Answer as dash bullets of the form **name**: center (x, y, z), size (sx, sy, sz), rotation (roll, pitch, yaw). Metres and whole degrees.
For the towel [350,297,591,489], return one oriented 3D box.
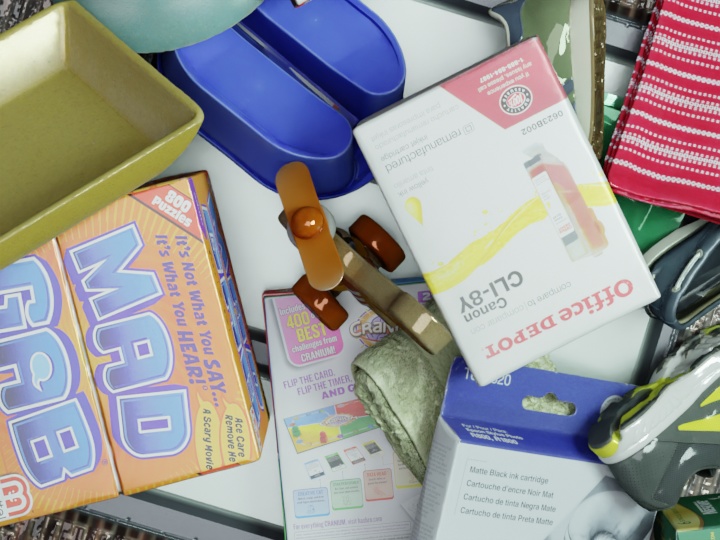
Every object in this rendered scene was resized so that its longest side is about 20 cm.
- **towel**: center (0.093, 0.109, 1.617), size (0.148, 0.036, 0.201), rotation (-39, 106, -20)

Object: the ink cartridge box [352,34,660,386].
- **ink cartridge box**: center (0.102, -0.042, 1.505), size (0.144, 0.083, 0.201), rotation (-26, 95, 5)

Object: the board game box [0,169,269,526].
- **board game box**: center (-0.187, 0.050, 1.565), size (0.198, 0.200, 0.201), rotation (-14, 94, 1)

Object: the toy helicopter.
- **toy helicopter**: center (0.000, 0.000, 1.523), size (0.079, 0.200, 0.132), rotation (-44, 126, -5)

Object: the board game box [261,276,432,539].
- **board game box**: center (0.009, 0.109, 1.651), size (0.152, 0.040, 0.202), rotation (-5, 94, 0)

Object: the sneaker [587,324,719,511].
- **sneaker**: center (0.255, 0.105, 1.621), size (0.199, 0.074, 0.085), rotation (-33, 103, -23)

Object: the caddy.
- **caddy**: center (-0.057, -0.144, 1.603), size (0.200, 0.105, 0.142), rotation (39, 73, 5)

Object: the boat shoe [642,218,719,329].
- **boat shoe**: center (0.291, -0.029, 1.613), size (0.199, 0.062, 0.075), rotation (-34, 126, -10)

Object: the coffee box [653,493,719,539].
- **coffee box**: center (0.323, 0.191, 1.620), size (0.198, 0.123, 0.044), rotation (-6, 95, 1)

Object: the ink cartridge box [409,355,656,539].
- **ink cartridge box**: center (0.131, 0.175, 1.597), size (0.198, 0.041, 0.202), rotation (10, 94, -32)

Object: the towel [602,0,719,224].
- **towel**: center (0.268, -0.125, 1.597), size (0.144, 0.023, 0.201), rotation (16, 69, 8)

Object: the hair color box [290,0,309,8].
- **hair color box**: center (0.014, -0.279, 1.502), size (0.199, 0.064, 0.111), rotation (-30, 95, -2)

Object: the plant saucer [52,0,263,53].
- **plant saucer**: center (-0.141, -0.250, 1.572), size (0.198, 0.036, 0.201), rotation (-8, 59, 14)

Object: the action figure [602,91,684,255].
- **action figure**: center (0.159, -0.100, 1.632), size (0.199, 0.055, 0.119), rotation (25, 95, -2)

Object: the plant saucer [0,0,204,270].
- **plant saucer**: center (-0.228, -0.082, 1.476), size (0.199, 0.200, 0.049), rotation (-33, 134, -18)

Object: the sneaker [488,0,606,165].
- **sneaker**: center (0.129, -0.105, 1.583), size (0.089, 0.067, 0.202), rotation (3, 95, 16)
